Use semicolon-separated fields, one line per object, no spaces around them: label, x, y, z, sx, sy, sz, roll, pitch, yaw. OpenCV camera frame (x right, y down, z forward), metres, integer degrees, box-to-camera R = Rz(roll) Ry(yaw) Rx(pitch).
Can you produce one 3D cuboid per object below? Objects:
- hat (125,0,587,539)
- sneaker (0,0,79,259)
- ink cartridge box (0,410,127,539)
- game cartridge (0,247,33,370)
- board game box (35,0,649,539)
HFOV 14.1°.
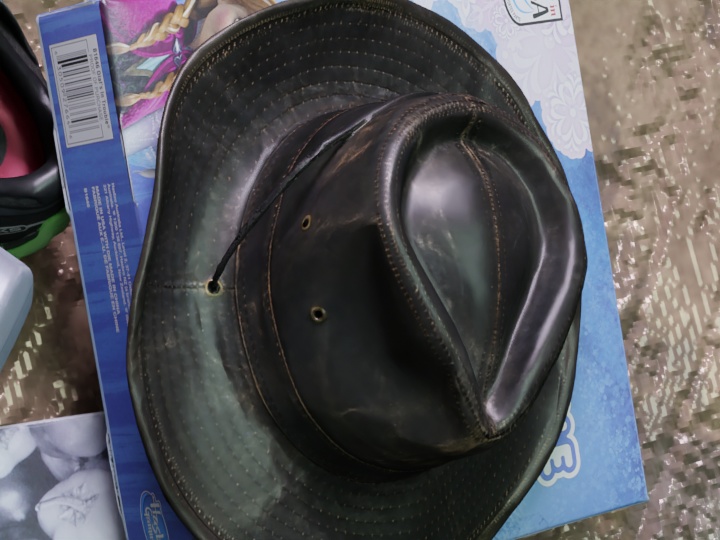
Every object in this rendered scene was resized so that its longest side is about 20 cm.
hat;0.022;0.007;0.911;0.200;0.081;0.201;3;85;-39
sneaker;-0.156;-0.092;0.941;0.200;0.084;0.077;46;63;-12
ink cartridge box;-0.101;0.148;0.944;0.198;0.043;0.201;-8;84;-29
game cartridge;-0.200;0.042;0.886;0.133;0.041;0.200;36;63;14
board game box;0.000;0.000;0.974;0.199;0.043;0.201;-12;94;-40
